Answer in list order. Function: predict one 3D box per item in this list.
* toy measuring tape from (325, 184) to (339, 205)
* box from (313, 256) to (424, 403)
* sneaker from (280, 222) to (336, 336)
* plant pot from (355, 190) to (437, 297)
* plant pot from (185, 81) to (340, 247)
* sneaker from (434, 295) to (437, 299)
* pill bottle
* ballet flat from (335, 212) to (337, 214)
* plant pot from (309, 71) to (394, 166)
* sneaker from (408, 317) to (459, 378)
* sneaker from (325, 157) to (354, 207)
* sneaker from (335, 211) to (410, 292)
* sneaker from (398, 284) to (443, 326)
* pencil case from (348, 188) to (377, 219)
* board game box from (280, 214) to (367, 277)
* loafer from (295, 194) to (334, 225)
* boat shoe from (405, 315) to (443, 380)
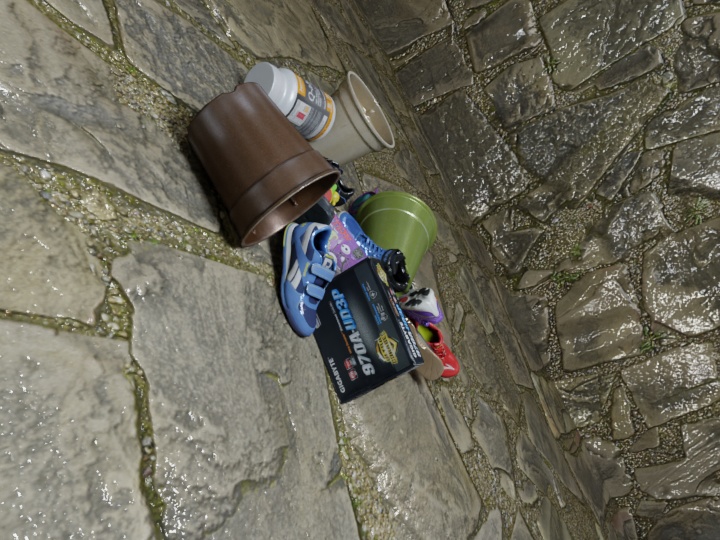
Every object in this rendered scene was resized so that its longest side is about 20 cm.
[{"bbox_3d":[-0.120,-0.164,1.401,0.198,0.073,0.075,14,47,-44],"label":"toy measuring tape"},{"bbox_3d":[0.000,0.102,1.173,0.046,0.157,0.203,9,55,-63],"label":"box"},{"bbox_3d":[-0.086,0.010,1.159,0.074,0.081,0.204,30,55,-63],"label":"sneaker"},{"bbox_3d":[0.068,-0.044,1.554,0.201,0.198,0.192,51,33,-27],"label":"plant pot"},{"bbox_3d":[-0.166,-0.178,1.105,0.200,0.199,0.200,54,19,3],"label":"plant pot"},{"bbox_3d":[0.153,0.109,1.735,0.200,0.072,0.079,-29,111,-67],"label":"sneaker"},{"bbox_3d":[-0.153,-0.363,1.475,0.199,0.116,0.118,18,46,-53],"label":"pill bottle"},{"bbox_3d":[-0.081,-0.093,1.372,0.072,0.068,0.200,71,21,-8],"label":"ballet flat"},{"bbox_3d":[-0.047,-0.333,1.619,0.201,0.182,0.202,51,21,-29],"label":"plant pot"},{"bbox_3d":[0.170,0.179,1.601,0.200,0.085,0.077,48,65,-16],"label":"sneaker"},{"bbox_3d":[-0.091,-0.230,1.523,0.201,0.077,0.071,53,20,-25],"label":"sneaker"},{"bbox_3d":[0.029,-0.037,1.354,0.077,0.110,0.202,-49,120,-43],"label":"sneaker"},{"bbox_3d":[0.117,0.087,1.526,0.084,0.080,0.200,55,-14,-16],"label":"sneaker"},{"bbox_3d":[0.056,-0.098,1.704,0.201,0.092,0.086,53,20,-21],"label":"pencil case"},{"bbox_3d":[-0.086,-0.075,1.274,0.201,0.032,0.120,52,42,2],"label":"board game box"},{"bbox_3d":[-0.128,-0.150,1.235,0.200,0.073,0.072,46,23,-4],"label":"loafer"},{"bbox_3d":[0.106,0.160,1.521,0.200,0.072,0.065,46,-3,-8],"label":"boat shoe"}]
